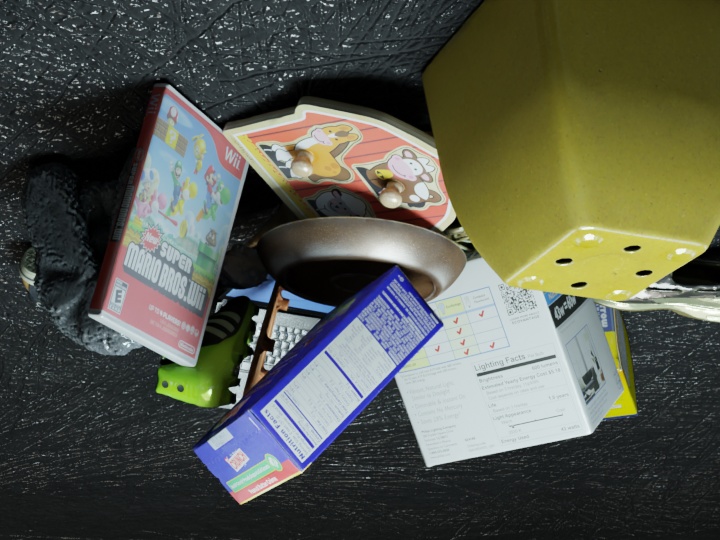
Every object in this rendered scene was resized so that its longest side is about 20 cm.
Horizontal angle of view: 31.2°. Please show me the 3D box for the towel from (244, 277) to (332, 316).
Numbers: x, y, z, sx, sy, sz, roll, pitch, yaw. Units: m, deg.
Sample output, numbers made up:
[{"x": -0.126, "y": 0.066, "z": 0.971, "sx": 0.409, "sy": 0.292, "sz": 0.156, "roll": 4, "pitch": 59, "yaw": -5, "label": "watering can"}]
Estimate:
[{"x": -0.029, "y": 0.023, "z": 1.466, "sx": 0.197, "sy": 0.023, "sz": 0.145, "roll": 10, "pitch": 156, "yaw": -21, "label": "towel"}]

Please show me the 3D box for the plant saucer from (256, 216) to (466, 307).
[{"x": 0.000, "y": 0.000, "z": 1.205, "sx": 0.197, "sy": 0.033, "sz": 0.201, "roll": 4, "pitch": 162, "yaw": 1, "label": "plant saucer"}]

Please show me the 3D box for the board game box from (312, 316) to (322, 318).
[{"x": -0.056, "y": 0.114, "z": 1.654, "sx": 0.151, "sy": 0.041, "sz": 0.200, "roll": 5, "pitch": 156, "yaw": -17, "label": "board game box"}]

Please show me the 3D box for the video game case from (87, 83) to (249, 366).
[{"x": -0.157, "y": -0.035, "z": 1.091, "sx": 0.017, "sy": 0.203, "sz": 0.143, "roll": 5, "pitch": 163, "yaw": 28, "label": "video game case"}]

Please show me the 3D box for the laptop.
[{"x": -0.077, "y": 0.087, "z": 1.459, "sx": 0.175, "sy": 0.203, "sz": 0.103, "roll": 11, "pitch": -167, "yaw": -23, "label": "laptop"}]

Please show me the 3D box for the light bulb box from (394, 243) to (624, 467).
[{"x": 0.139, "y": 0.073, "z": 1.333, "sx": 0.196, "sy": 0.203, "sz": 0.125, "roll": -16, "pitch": -172, "yaw": 30, "label": "light bulb box"}]

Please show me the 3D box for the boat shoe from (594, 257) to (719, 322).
[{"x": 0.327, "y": 0.005, "z": 1.409, "sx": 0.198, "sy": 0.072, "sz": 0.067, "roll": 10, "pitch": 128, "yaw": 4, "label": "boat shoe"}]

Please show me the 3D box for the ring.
[{"x": -0.098, "y": 0.091, "z": 1.314, "sx": 0.019, "sy": 0.203, "sz": 0.201, "roll": 16, "pitch": 156, "yaw": -1, "label": "ring"}]

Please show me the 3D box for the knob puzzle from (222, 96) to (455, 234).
[{"x": 0.001, "y": -0.074, "z": 1.117, "sx": 0.216, "sy": 0.031, "sz": 0.221, "roll": 15, "pitch": 148, "yaw": 9, "label": "knob puzzle"}]

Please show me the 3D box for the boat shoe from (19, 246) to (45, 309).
[{"x": -0.259, "y": 0.019, "z": 1.357, "sx": 0.197, "sy": 0.075, "sz": 0.063, "roll": 7, "pitch": 133, "yaw": -7, "label": "boat shoe"}]

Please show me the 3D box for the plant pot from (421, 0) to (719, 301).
[{"x": 0.175, "y": -0.091, "z": 0.987, "sx": 0.192, "sy": 0.203, "sz": 0.195, "roll": 8, "pitch": 156, "yaw": -23, "label": "plant pot"}]

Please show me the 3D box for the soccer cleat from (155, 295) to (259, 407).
[{"x": -0.142, "y": 0.068, "z": 1.214, "sx": 0.080, "sy": 0.069, "sz": 0.200, "roll": 9, "pitch": -162, "yaw": 1, "label": "soccer cleat"}]

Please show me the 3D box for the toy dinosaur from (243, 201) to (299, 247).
[{"x": -0.044, "y": -0.063, "z": 1.246, "sx": 0.100, "sy": 0.059, "sz": 0.200, "roll": 26, "pitch": 144, "yaw": -20, "label": "toy dinosaur"}]

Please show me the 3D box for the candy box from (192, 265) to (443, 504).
[{"x": -0.040, "y": 0.104, "z": 1.158, "sx": 0.077, "sy": 0.200, "sz": 0.169, "roll": 49, "pitch": 151, "yaw": -3, "label": "candy box"}]

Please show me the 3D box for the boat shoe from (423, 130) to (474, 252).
[{"x": 0.075, "y": -0.061, "z": 1.223, "sx": 0.072, "sy": 0.064, "sz": 0.200, "roll": -8, "pitch": 156, "yaw": 14, "label": "boat shoe"}]

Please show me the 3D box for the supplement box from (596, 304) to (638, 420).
[{"x": 0.271, "y": 0.107, "z": 1.579, "sx": 0.108, "sy": 0.110, "sz": 0.200, "roll": -9, "pitch": 156, "yaw": 14, "label": "supplement box"}]

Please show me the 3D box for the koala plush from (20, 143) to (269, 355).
[{"x": -0.194, "y": -0.007, "z": 1.216, "sx": 0.175, "sy": 0.187, "sz": 0.200, "roll": -10, "pitch": 169, "yaw": 22, "label": "koala plush"}]
